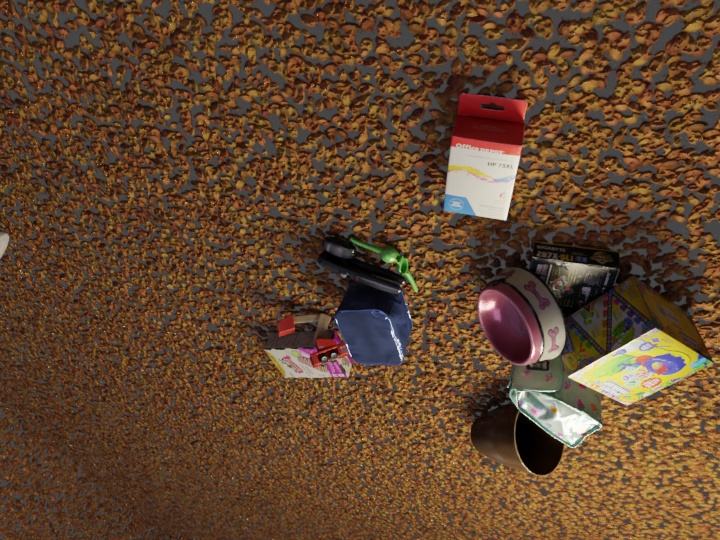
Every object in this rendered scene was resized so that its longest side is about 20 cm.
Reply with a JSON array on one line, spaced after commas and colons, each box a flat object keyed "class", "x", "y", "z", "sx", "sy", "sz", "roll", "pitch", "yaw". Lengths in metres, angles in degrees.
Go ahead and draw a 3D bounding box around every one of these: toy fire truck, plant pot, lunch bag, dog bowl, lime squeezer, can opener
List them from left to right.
[{"class": "toy fire truck", "x": -0.093, "y": 0.159, "z": 1.489, "sx": 0.198, "sy": 0.142, "sz": 0.049, "roll": -19, "pitch": 166, "yaw": -13}, {"class": "can opener", "x": 0.000, "y": 0.000, "z": 1.285, "sx": 0.199, "sy": 0.064, "sz": 0.079, "roll": 27, "pitch": 152, "yaw": 11}, {"class": "lunch bag", "x": 0.039, "y": 0.111, "z": 1.363, "sx": 0.134, "sy": 0.133, "sz": 0.201, "roll": -1, "pitch": 131, "yaw": 22}, {"class": "lime squeezer", "x": 0.067, "y": -0.014, "z": 1.288, "sx": 0.199, "sy": 0.038, "sz": 0.070, "roll": 36, "pitch": 136, "yaw": -21}, {"class": "plant pot", "x": 0.386, "y": 0.424, "z": 1.566, "sx": 0.186, "sy": 0.188, "sz": 0.199, "roll": 37, "pitch": 150, "yaw": -21}, {"class": "dog bowl", "x": 0.309, "y": 0.096, "z": 1.200, "sx": 0.073, "sy": 0.201, "sz": 0.201, "roll": -23, "pitch": 142, "yaw": -20}, {"class": "lunch bag", "x": 0.415, "y": 0.252, "z": 1.324, "sx": 0.199, "sy": 0.171, "sz": 0.122, "roll": 31, "pitch": 129, "yaw": -3}]

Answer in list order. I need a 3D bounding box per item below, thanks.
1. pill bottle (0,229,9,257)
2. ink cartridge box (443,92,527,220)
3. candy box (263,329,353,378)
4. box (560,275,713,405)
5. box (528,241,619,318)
[{"class": "pill bottle", "x": -1.020, "y": -0.093, "z": 1.546, "sx": 0.199, "sy": 0.115, "sz": 0.114, "roll": 30, "pitch": 138, "yaw": -13}, {"class": "ink cartridge box", "x": 0.206, "y": -0.187, "z": 1.020, "sx": 0.115, "sy": 0.068, "sz": 0.201, "roll": 9, "pitch": 138, "yaw": 10}, {"class": "candy box", "x": -0.137, "y": 0.223, "z": 1.606, "sx": 0.198, "sy": 0.061, "sz": 0.137, "roll": -5, "pitch": 135, "yaw": 25}, {"class": "box", "x": 0.520, "y": 0.142, "z": 1.175, "sx": 0.199, "sy": 0.123, "sz": 0.192, "roll": 25, "pitch": 132, "yaw": -28}, {"class": "box", "x": 0.409, "y": 0.035, "z": 1.205, "sx": 0.158, "sy": 0.050, "sz": 0.201, "roll": 9, "pitch": 140, "yaw": 14}]
